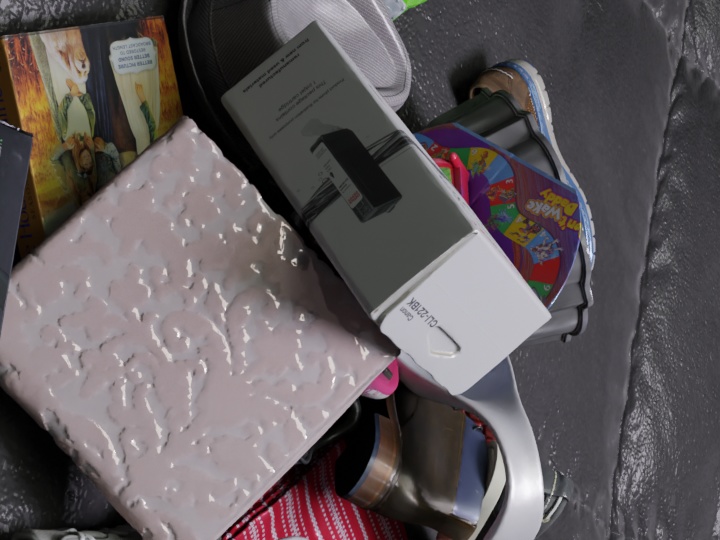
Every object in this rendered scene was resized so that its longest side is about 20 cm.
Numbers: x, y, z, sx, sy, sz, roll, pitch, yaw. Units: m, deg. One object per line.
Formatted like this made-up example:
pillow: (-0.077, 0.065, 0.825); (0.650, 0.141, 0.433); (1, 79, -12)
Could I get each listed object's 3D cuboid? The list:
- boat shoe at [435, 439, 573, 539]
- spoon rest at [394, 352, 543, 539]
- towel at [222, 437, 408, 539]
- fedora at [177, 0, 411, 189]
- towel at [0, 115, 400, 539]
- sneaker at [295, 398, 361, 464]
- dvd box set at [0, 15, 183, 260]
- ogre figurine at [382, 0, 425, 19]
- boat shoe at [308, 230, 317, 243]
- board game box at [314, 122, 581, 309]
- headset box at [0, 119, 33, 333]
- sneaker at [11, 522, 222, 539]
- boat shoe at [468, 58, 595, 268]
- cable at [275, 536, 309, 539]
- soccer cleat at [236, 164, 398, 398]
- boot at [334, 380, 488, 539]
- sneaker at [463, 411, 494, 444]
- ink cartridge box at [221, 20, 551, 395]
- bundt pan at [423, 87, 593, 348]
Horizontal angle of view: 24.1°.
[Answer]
boat shoe: (0.096, 0.197, 1.240); (0.067, 0.200, 0.072); (14, 54, -8)
spoon rest: (0.074, 0.088, 1.146); (0.099, 0.061, 0.201); (-2, 51, -32)
towel: (-0.030, 0.207, 1.198); (0.200, 0.022, 0.146); (-38, 116, -47)
fedora: (-0.031, -0.149, 1.169); (0.200, 0.090, 0.178); (38, 52, -37)
towel: (-0.106, 0.041, 0.998); (0.191, 0.032, 0.200); (-43, 99, -9)
sneaker: (-0.073, 0.095, 1.107); (0.199, 0.082, 0.071); (-2, 86, -52)
dvd box set: (-0.160, -0.053, 1.056); (0.146, 0.029, 0.202); (-18, 100, -52)
ogre figurine: (0.020, -0.253, 1.265); (0.121, 0.098, 0.200); (63, 9, -7)
boat shoe: (0.000, 0.000, 1.236); (0.072, 0.071, 0.201); (71, 26, -55)
board game box: (0.051, -0.030, 1.150); (0.158, 0.200, 0.039); (-50, 143, -9)
headset box: (-0.270, -0.012, 0.859); (0.199, 0.092, 0.176); (23, 68, -49)
sneaker: (-0.159, 0.177, 0.998); (0.200, 0.075, 0.093); (-42, 113, -47)
boat shoe: (0.133, -0.072, 1.411); (0.072, 0.072, 0.201); (-24, 95, -46)
cable: (-0.069, 0.261, 1.043); (0.201, 0.069, 0.200); (-55, 153, -5)
soccer cleat: (-0.052, 0.015, 1.094); (0.200, 0.086, 0.070); (52, 25, -28)
boot: (0.040, 0.113, 1.207); (0.097, 0.075, 0.201); (31, 34, -14)
sneaker: (0.093, 0.131, 1.333); (0.082, 0.077, 0.201); (-53, 134, -49)
ink cartridge box: (0.017, -0.037, 1.055); (0.201, 0.084, 0.144); (56, 7, 33)
bundt pan: (0.095, -0.030, 1.270); (0.075, 0.202, 0.203); (-20, 104, -15)
